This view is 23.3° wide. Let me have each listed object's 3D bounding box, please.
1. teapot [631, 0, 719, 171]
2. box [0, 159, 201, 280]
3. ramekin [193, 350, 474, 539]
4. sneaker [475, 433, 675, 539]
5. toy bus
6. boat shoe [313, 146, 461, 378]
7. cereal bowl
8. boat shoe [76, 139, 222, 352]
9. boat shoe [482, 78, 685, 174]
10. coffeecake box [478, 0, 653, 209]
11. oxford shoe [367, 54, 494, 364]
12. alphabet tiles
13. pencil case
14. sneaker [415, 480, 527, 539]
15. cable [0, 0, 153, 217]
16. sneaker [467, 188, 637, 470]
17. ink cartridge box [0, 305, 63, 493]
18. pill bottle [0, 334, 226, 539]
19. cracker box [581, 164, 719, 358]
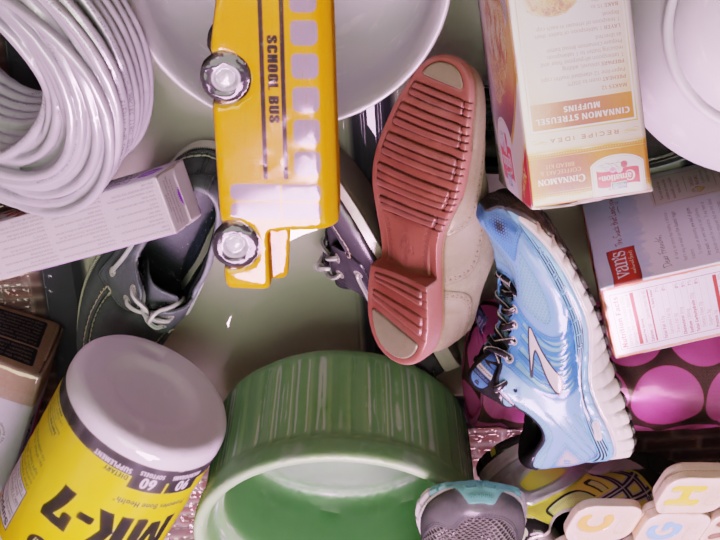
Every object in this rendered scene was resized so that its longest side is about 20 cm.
[{"bbox_3d":[0.238,-0.140,1.027,0.198,0.146,0.200,10,103,4],"label":"teapot"},{"bbox_3d":[-0.198,-0.027,1.149,0.198,0.039,0.042,-15,104,28],"label":"box"},{"bbox_3d":[-0.014,0.144,1.204,0.197,0.098,0.201,0,140,0],"label":"ramekin"},{"bbox_3d":[0.167,0.172,1.228,0.198,0.077,0.075,11,138,-32],"label":"sneaker"},{"bbox_3d":[-0.052,-0.091,1.039,0.077,0.065,0.202,-1,118,1],"label":"toy bus"},{"bbox_3d":[0.000,0.000,1.174,0.062,0.073,0.201,-25,120,13],"label":"boat shoe"},{"bbox_3d":[-0.042,-0.193,1.065,0.197,0.084,0.202,1,118,2],"label":"cereal bowl"},{"bbox_3d":[-0.143,0.004,1.184,0.072,0.062,0.201,28,115,-12],"label":"boat shoe"},{"bbox_3d":[0.131,-0.088,1.131,0.197,0.057,0.069,1,118,2],"label":"boat shoe"},{"bbox_3d":[0.110,-0.147,1.011,0.072,0.154,0.203,-8,98,-1],"label":"coffeecake box"},{"bbox_3d":[0.053,-0.042,1.103,0.073,0.071,0.202,-16,126,-42],"label":"oxford shoe"},{"bbox_3d":[0.218,0.195,1.188,0.193,0.015,0.201,4,137,-17],"label":"alphabet tiles"},{"bbox_3d":[0.169,0.061,1.194,0.197,0.095,0.091,3,144,-3],"label":"pencil case"},{"bbox_3d":[0.067,0.212,1.135,0.077,0.092,0.201,2,140,-4],"label":"sneaker"},{"bbox_3d":[-0.220,-0.131,1.074,0.198,0.069,0.202,11,132,26],"label":"cable"},{"bbox_3d":[0.106,0.046,1.090,0.089,0.079,0.202,-20,113,1],"label":"sneaker"},{"bbox_3d":[-0.318,0.112,1.240,0.163,0.075,0.202,17,117,-6],"label":"ink cartridge box"},{"bbox_3d":[-0.180,0.152,1.185,0.113,0.115,0.201,25,120,-11],"label":"pill bottle"},{"bbox_3d":[0.246,-0.020,1.120,0.198,0.134,0.058,-12,119,9],"label":"cracker box"}]
